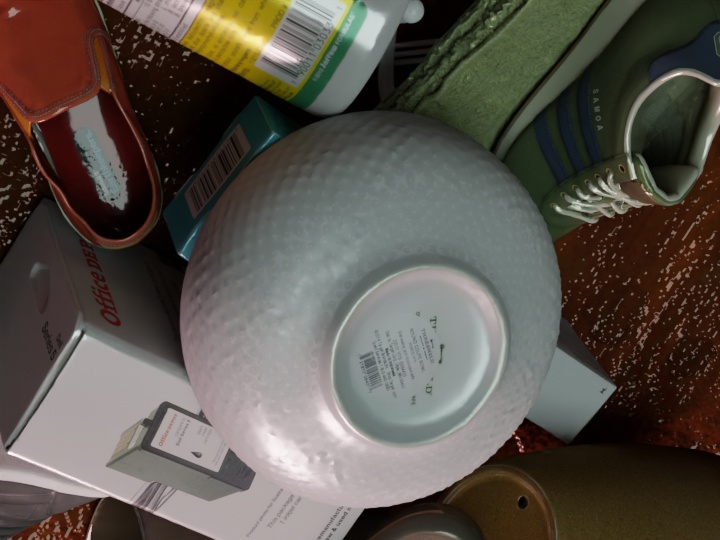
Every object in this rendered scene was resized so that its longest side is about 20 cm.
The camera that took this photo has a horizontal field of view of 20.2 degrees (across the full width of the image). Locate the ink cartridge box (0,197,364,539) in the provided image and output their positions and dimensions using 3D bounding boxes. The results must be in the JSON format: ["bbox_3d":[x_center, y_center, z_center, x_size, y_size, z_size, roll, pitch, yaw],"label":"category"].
[{"bbox_3d":[-0.099,0.063,1.091,0.199,0.146,0.084,27,107,-29],"label":"ink cartridge box"}]

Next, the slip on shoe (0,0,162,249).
[{"bbox_3d":[-0.155,-0.099,1.024,0.074,0.061,0.201,-27,108,-7],"label":"slip on shoe"}]

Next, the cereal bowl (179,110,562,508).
[{"bbox_3d":[0.015,0.029,0.990,0.198,0.083,0.202,-8,112,-20],"label":"cereal bowl"}]

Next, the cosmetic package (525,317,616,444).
[{"bbox_3d":[0.052,0.021,1.161,0.199,0.083,0.051,33,102,-30],"label":"cosmetic package"}]

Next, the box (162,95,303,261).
[{"bbox_3d":[0.000,0.000,1.054,0.199,0.049,0.082,33,104,-28],"label":"box"}]

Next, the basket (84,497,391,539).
[{"bbox_3d":[-0.054,0.206,1.195,0.198,0.136,0.182,0,125,-24],"label":"basket"}]

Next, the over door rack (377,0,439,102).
[{"bbox_3d":[0.082,-0.181,1.074,0.146,0.067,0.202,-9,119,-16],"label":"over door rack"}]

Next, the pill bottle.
[{"bbox_3d":[-0.076,-0.167,0.982,0.199,0.113,0.113,27,106,-11],"label":"pill bottle"}]

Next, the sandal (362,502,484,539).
[{"bbox_3d":[-0.007,0.209,1.094,0.200,0.055,0.082,-42,119,15],"label":"sandal"}]

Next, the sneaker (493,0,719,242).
[{"bbox_3d":[0.131,-0.061,1.041,0.067,0.090,0.201,3,135,-34],"label":"sneaker"}]

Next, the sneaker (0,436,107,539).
[{"bbox_3d":[-0.227,0.098,1.083,0.199,0.071,0.099,23,137,-39],"label":"sneaker"}]

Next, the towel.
[{"bbox_3d":[0.101,-0.107,1.074,0.148,0.037,0.200,17,127,-41],"label":"towel"}]

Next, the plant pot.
[{"bbox_3d":[0.129,0.176,1.179,0.199,0.186,0.187,24,108,-47],"label":"plant pot"}]
